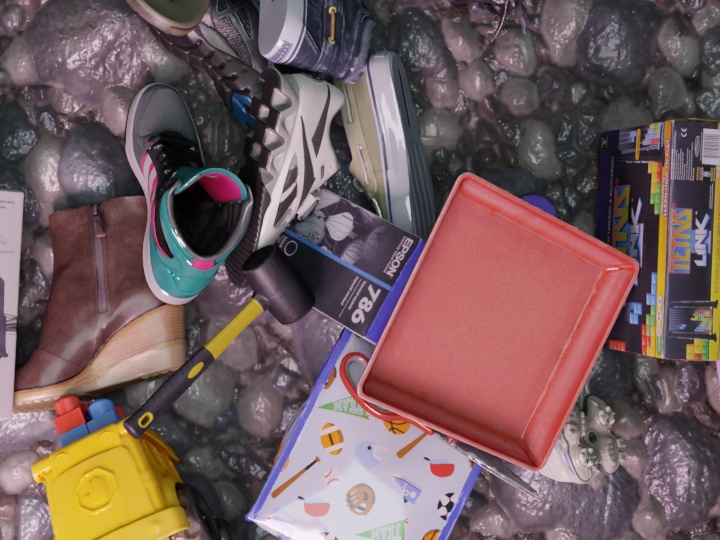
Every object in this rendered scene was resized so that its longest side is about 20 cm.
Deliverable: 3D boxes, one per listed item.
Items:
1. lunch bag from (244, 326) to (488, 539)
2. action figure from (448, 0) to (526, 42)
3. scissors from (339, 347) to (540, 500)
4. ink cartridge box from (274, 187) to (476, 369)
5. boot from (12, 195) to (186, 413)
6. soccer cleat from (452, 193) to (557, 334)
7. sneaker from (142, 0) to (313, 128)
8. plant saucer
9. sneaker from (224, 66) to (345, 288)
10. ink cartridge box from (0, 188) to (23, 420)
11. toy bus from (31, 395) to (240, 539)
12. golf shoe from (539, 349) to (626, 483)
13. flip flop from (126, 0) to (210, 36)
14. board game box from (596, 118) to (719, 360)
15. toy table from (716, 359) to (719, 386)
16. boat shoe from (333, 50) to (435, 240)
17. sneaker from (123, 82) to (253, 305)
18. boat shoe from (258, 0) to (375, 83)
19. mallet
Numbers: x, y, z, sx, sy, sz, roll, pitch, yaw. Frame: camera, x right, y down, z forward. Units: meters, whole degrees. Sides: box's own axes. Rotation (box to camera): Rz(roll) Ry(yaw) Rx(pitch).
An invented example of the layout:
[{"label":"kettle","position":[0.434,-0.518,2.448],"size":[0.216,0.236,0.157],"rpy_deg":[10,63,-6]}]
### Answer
[{"label":"lunch bag","position":[0.017,0.165,1.417],"size":[0.170,0.124,0.200],"rpy_deg":[26,83,-1]},{"label":"action figure","position":[0.116,-0.310,1.431],"size":[0.119,0.102,0.201],"rpy_deg":[-16,90,-14]},{"label":"scissors","position":[0.064,0.138,1.370],"size":[0.073,0.014,0.200],"rpy_deg":[-37,81,-27]},{"label":"ink cartridge box","position":[0.000,0.000,1.395],"size":[0.200,0.039,0.100],"rpy_deg":[28,87,41]},{"label":"boot","position":[-0.259,0.032,1.441],"size":[0.199,0.072,0.167],"rpy_deg":[-15,79,-2]},{"label":"soccer cleat","position":[0.121,0.001,1.420],"size":[0.068,0.073,0.200],"rpy_deg":[43,63,0]},{"label":"sneaker","position":[-0.128,-0.220,1.443],"size":[0.082,0.073,0.200],"rpy_deg":[-43,94,-24]},{"label":"plant saucer","position":[0.110,0.043,1.339],"size":[0.199,0.037,0.200],"rpy_deg":[25,91,-28]},{"label":"sneaker","position":[-0.061,-0.073,1.409],"size":[0.088,0.074,0.200],"rpy_deg":[5,114,-32]},{"label":"ink cartridge box","position":[-0.373,0.027,1.385],"size":[0.144,0.084,0.201],"rpy_deg":[4,91,32]},{"label":"toy bus","position":[-0.200,0.201,1.397],"size":[0.135,0.200,0.192],"rpy_deg":[-27,63,2]},{"label":"golf shoe","position":[0.171,0.092,1.444],"size":[0.078,0.097,0.201],"rpy_deg":[2,77,-31]},{"label":"flip flop","position":[-0.139,-0.276,1.387],"size":[0.081,0.058,0.200],"rpy_deg":[37,49,-5]},{"label":"board game box","position":[0.258,-0.027,1.406],"size":[0.057,0.165,0.201],"rpy_deg":[2,90,-14]},{"label":"toy table","position":[0.370,0.063,1.440],"size":[0.183,0.117,0.201],"rpy_deg":[12,91,-4]},{"label":"boat shoe","position":[0.022,-0.095,1.452],"size":[0.062,0.072,0.201],"rpy_deg":[-10,88,22]},{"label":"sneaker","position":[-0.149,-0.081,1.389],"size":[0.083,0.121,0.201],"rpy_deg":[-2,76,-31]},{"label":"boat shoe","position":[-0.038,-0.254,1.424],"size":[0.091,0.071,0.201],"rpy_deg":[18,57,-28]},{"label":"mallet","position":[-0.116,0.071,1.350],"size":[0.066,0.041,0.200],"rpy_deg":[46,72,-25]}]
